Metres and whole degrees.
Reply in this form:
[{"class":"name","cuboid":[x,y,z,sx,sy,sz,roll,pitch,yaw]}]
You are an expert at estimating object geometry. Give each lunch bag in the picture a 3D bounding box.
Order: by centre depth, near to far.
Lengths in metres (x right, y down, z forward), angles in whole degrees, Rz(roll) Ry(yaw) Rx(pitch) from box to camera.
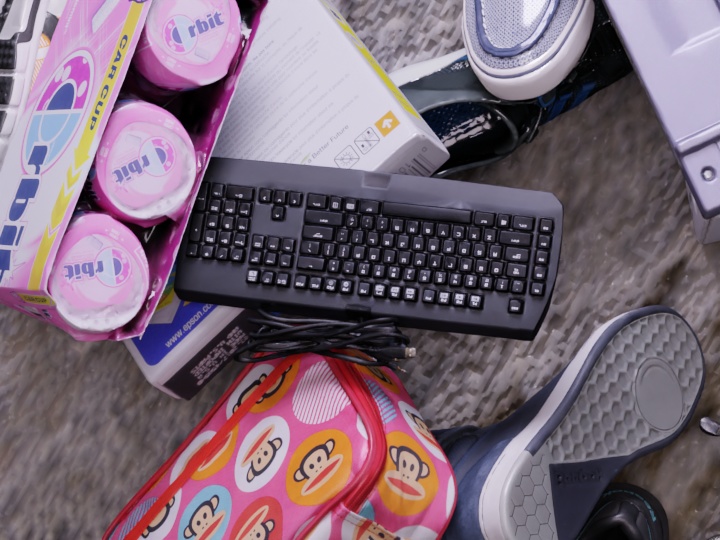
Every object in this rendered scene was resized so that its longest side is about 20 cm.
[{"class":"lunch bag","cuboid":[-0.050,0.129,1.520,0.082,0.176,0.200,33,105,-33]}]

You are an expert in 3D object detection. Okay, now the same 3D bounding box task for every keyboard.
[{"class":"keyboard","cuboid":[0.000,0.000,1.456,0.199,0.040,0.105,5,87,15]}]

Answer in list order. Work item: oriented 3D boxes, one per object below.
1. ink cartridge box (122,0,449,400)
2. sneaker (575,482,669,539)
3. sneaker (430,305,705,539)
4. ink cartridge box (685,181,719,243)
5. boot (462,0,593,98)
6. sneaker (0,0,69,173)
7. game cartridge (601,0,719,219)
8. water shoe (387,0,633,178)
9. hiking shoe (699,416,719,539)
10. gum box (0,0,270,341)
[{"class":"ink cartridge box","cuboid":[-0.078,-0.065,1.560,0.198,0.047,0.200,-43,52,11]},{"class":"sneaker","cuboid":[0.109,0.209,1.542,0.075,0.079,0.201,18,90,4]},{"class":"sneaker","cuboid":[0.087,0.093,1.553,0.202,0.146,0.077,-40,105,-39]},{"class":"ink cartridge box","cuboid":[0.268,-0.081,1.514,0.199,0.145,0.085,-13,84,4]},{"class":"boot","cuboid":[0.081,-0.192,1.515,0.072,0.090,0.201,-8,52,21]},{"class":"sneaker","cuboid":[-0.175,-0.121,1.581,0.074,0.080,0.201,16,90,48]},{"class":"game cartridge","cuboid":[0.189,-0.142,1.442,0.129,0.038,0.201,-26,80,6]},{"class":"water shoe","cuboid":[0.090,-0.096,1.555,0.199,0.079,0.072,-29,124,9]},{"class":"hiking shoe","cuboid":[0.228,0.175,1.545,0.100,0.076,0.201,-4,77,12]},{"class":"gum box","cuboid":[-0.132,-0.061,1.500,0.066,0.113,0.201,25,80,-28]}]
